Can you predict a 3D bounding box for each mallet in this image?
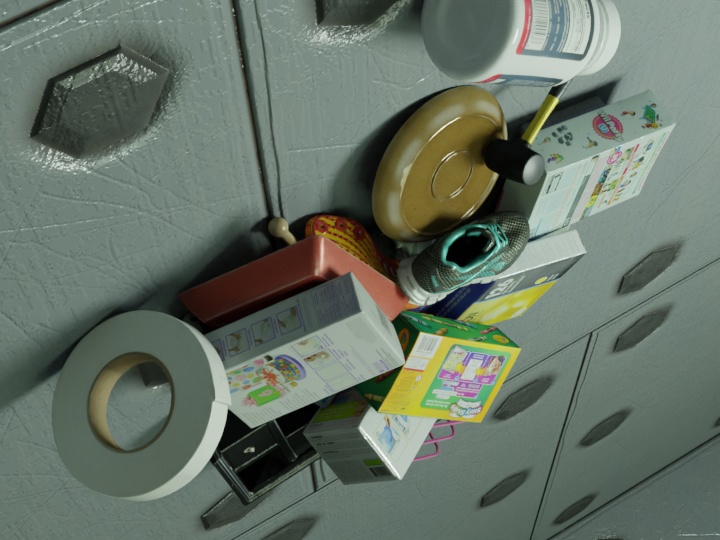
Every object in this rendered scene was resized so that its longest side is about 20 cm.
[{"bbox_3d":[0.220,-0.185,1.444,0.200,0.066,0.041,-53,138,3],"label":"mallet"}]

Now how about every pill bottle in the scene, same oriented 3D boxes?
[{"bbox_3d":[0.166,-0.243,1.272,0.199,0.120,0.120,-4,142,-46],"label":"pill bottle"}]

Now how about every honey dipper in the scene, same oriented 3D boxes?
[{"bbox_3d":[-0.063,-0.017,1.492,0.038,0.038,0.200,-35,150,2],"label":"honey dipper"}]

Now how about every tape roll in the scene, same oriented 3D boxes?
[{"bbox_3d":[-0.235,0.143,1.364,0.203,0.203,0.037,-38,154,9],"label":"tape roll"}]

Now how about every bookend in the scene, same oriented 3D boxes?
[{"bbox_3d":[-0.114,0.203,1.736,0.199,0.092,0.199,-32,154,-8],"label":"bookend"}]

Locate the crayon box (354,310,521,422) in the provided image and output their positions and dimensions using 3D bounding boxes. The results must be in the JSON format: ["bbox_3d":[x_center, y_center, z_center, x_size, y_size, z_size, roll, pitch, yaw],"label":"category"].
[{"bbox_3d":[0.101,0.125,1.636,0.199,0.058,0.119,12,112,-43],"label":"crayon box"}]

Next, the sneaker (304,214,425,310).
[{"bbox_3d":[0.000,0.000,1.508,0.077,0.073,0.200,-15,142,41],"label":"sneaker"}]

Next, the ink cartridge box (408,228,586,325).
[{"bbox_3d":[0.164,0.027,1.657,0.199,0.047,0.198,-17,163,-28],"label":"ink cartridge box"}]

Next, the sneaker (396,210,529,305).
[{"bbox_3d":[0.138,-0.024,1.495,0.200,0.078,0.091,-30,174,-36],"label":"sneaker"}]

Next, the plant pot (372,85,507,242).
[{"bbox_3d":[0.098,-0.113,1.456,0.199,0.027,0.201,-29,140,-28],"label":"plant pot"}]

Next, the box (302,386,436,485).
[{"bbox_3d":[0.032,0.177,1.719,0.112,0.102,0.200,-14,-149,45],"label":"box"}]

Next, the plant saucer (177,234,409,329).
[{"bbox_3d":[-0.071,0.044,1.458,0.199,0.037,0.200,-22,147,25],"label":"plant saucer"}]

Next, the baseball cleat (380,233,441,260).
[{"bbox_3d":[0.085,-0.040,1.582,0.106,0.070,0.200,-33,155,-3],"label":"baseball cleat"}]

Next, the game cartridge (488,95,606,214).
[{"bbox_3d":[0.240,-0.132,1.653,0.129,0.038,0.200,-19,151,-21],"label":"game cartridge"}]

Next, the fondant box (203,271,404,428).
[{"bbox_3d":[-0.068,0.091,1.423,0.199,0.058,0.144,-24,147,9],"label":"fondant box"}]

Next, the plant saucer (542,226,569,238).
[{"bbox_3d":[0.211,-0.023,1.739,0.199,0.050,0.200,-27,165,-8],"label":"plant saucer"}]

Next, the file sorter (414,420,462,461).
[{"bbox_3d":[0.100,0.180,1.914,0.139,0.126,0.200,-5,142,-45],"label":"file sorter"}]

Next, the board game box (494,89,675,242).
[{"bbox_3d":[0.277,-0.127,1.597,0.199,0.064,0.148,-21,152,-23],"label":"board game box"}]

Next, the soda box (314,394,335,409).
[{"bbox_3d":[-0.022,0.086,1.650,0.200,0.063,0.069,-56,-174,39],"label":"soda box"}]

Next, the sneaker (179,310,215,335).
[{"bbox_3d":[-0.182,0.110,1.517,0.079,0.076,0.200,-32,154,0],"label":"sneaker"}]
